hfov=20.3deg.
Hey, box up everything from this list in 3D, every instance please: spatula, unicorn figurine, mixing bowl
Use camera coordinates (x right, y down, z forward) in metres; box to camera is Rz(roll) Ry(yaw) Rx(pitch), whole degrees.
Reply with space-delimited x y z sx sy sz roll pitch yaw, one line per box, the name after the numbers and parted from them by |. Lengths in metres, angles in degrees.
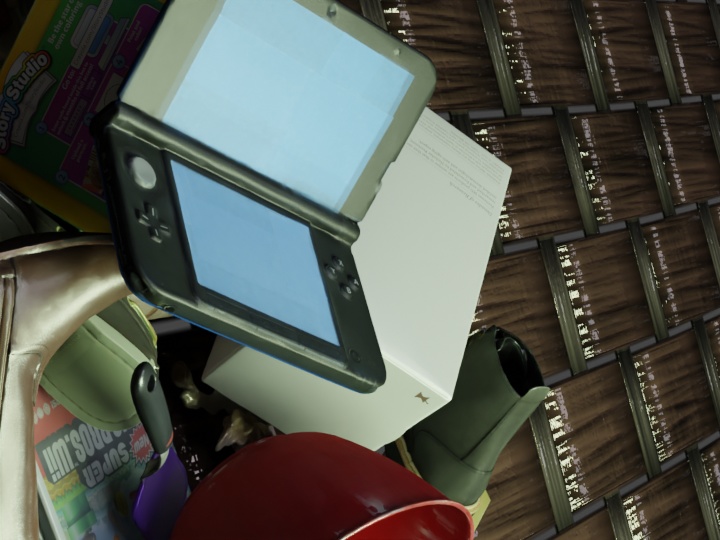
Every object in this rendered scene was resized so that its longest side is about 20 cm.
-0.115 0.102 1.142 0.201 0.020 0.057 95 13 -60 | spatula
-0.070 0.033 1.356 0.137 0.073 0.202 32 66 -53 | unicorn figurine
-0.041 0.170 1.198 0.109 0.200 0.200 49 16 29 | mixing bowl

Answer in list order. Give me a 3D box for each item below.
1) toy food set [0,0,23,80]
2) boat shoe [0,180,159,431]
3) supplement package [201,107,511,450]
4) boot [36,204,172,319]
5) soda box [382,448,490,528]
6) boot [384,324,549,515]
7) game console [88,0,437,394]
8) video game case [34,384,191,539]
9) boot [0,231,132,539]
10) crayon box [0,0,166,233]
-0.240 -0.205 1.156 0.143 0.060 0.202 -35 108 -61 | toy food set
-0.188 0.004 1.134 0.202 0.071 0.061 50 18 -21 | boat shoe
0.000 0.000 1.288 0.119 0.121 0.201 34 47 -19 | supplement package
-0.146 -0.060 1.261 0.145 0.070 0.202 18 48 -45 | boot
0.026 0.197 1.442 0.064 0.067 0.200 66 29 -18 | soda box
0.060 0.064 1.432 0.077 0.139 0.201 3 43 -40 | boot
-0.035 -0.053 1.090 0.199 0.118 0.172 25 38 -43 | game console
-0.147 0.138 1.202 0.143 0.017 0.202 -35 108 -62 | video game case
-0.169 0.080 1.057 0.185 0.064 0.202 1 90 -33 | boot
-0.129 -0.122 1.145 0.201 0.118 0.058 -62 167 7 | crayon box
